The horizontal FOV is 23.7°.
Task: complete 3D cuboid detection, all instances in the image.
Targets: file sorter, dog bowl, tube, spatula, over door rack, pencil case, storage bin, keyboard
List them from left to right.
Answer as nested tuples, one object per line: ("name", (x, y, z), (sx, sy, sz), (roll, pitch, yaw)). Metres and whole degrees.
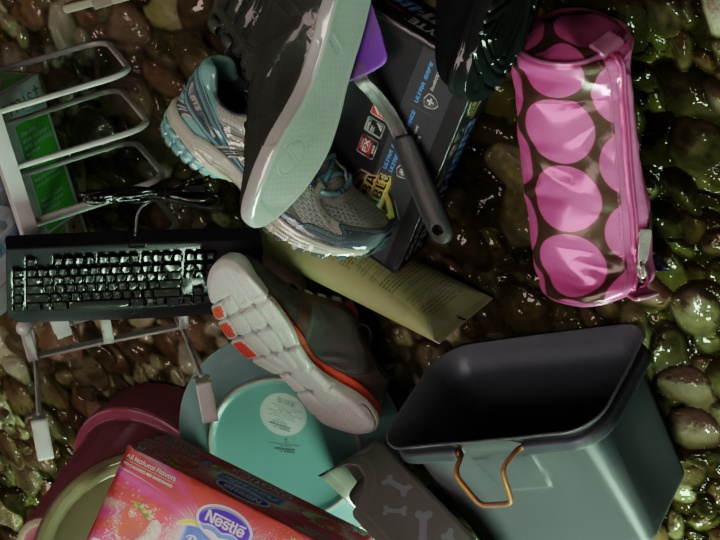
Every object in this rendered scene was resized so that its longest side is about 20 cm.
("file sorter", (-0.228, -0.075, 1.400), (0.139, 0.124, 0.200), (-134, 27, -63))
("over door rack", (-0.205, 0.068, 1.418), (0.148, 0.200, 0.067), (-12, 117, -9))
("keyboard", (-0.175, -0.015, 1.335), (0.200, 0.021, 0.127), (-3, 119, -14))
("tube", (0.000, 0.000, 1.347), (0.200, 0.058, 0.052), (25, 171, 25))
("spatula", (0.021, -0.108, 1.233), (0.057, 0.021, 0.200), (-19, 106, 32))
("dog bowl", (0.054, 0.218, 1.382), (0.200, 0.059, 0.200), (46, 176, 4))
("storage bin", (0.140, 0.143, 1.298), (0.200, 0.146, 0.134), (-11, 120, 40))
("pencil case", (0.158, -0.076, 1.176), (0.094, 0.091, 0.200), (34, 142, 57))

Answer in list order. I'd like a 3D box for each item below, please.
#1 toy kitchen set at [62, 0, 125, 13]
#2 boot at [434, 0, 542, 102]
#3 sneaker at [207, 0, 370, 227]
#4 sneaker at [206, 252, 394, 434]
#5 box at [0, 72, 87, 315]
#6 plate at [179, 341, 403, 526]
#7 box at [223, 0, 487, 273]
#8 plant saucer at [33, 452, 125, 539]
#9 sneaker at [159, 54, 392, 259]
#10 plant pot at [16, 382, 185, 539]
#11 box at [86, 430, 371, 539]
("toy kitchen set", (-0.156, -0.290, 1.186), (0.163, 0.200, 0.180), (-8, 112, 38))
("boot", (0.042, -0.224, 1.129), (0.168, 0.076, 0.200), (20, 90, 24))
("sneaker", (-0.067, -0.136, 1.216), (0.099, 0.071, 0.200), (25, 104, 26))
("sneaker", (-0.045, 0.044, 1.378), (0.077, 0.082, 0.200), (-6, 134, 44))
("box", (-0.349, -0.054, 1.472), (0.097, 0.200, 0.177), (3, 118, 33))
("plate", (-0.062, 0.148, 1.465), (0.200, 0.026, 0.200), (5, 113, 11))
("box", (-0.013, -0.128, 1.292), (0.198, 0.050, 0.200), (33, 131, 13))
("plant saucer", (-0.183, 0.252, 1.452), (0.200, 0.200, 0.029), (58, 159, -8))
("sneaker", (-0.057, -0.085, 1.267), (0.200, 0.078, 0.086), (34, 122, 10))
("plant pot", (-0.208, 0.230, 1.563), (0.200, 0.179, 0.200), (18, 127, 25))
("box", (-0.105, 0.218, 1.365), (0.200, 0.095, 0.100), (25, 96, 11))
